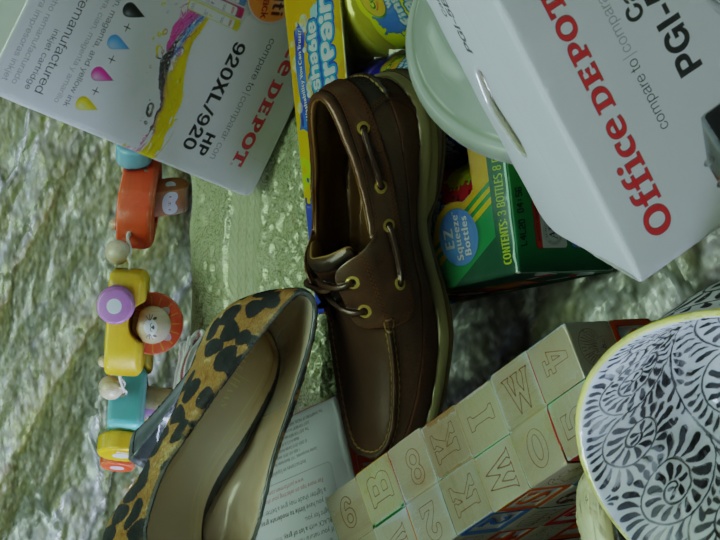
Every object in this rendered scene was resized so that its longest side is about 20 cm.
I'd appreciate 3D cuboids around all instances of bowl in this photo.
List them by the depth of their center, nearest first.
[{"bbox_3d":[0.201,0.063,0.983,0.200,0.094,0.201,19,138,18],"label":"bowl"}]

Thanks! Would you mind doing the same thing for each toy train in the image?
[{"bbox_3d":[-0.130,0.027,1.433,0.151,0.055,0.201,-88,2,-59],"label":"toy train"}]

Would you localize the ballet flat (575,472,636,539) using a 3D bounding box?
[{"bbox_3d":[0.119,0.175,1.088,0.056,0.067,0.201,4,125,23],"label":"ballet flat"}]

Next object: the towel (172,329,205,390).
[{"bbox_3d":[-0.084,0.151,1.327,0.147,0.030,0.201,-89,-6,-65],"label":"towel"}]

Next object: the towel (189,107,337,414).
[{"bbox_3d":[-0.054,0.001,1.369,0.148,0.036,0.201,7,97,50],"label":"towel"}]

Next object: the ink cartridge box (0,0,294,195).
[{"bbox_3d":[-0.138,-0.157,1.312,0.144,0.199,0.148,33,98,46],"label":"ink cartridge box"}]

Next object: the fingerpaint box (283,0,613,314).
[{"bbox_3d":[0.041,-0.086,1.218,0.166,0.073,0.201,-12,82,50],"label":"fingerpaint box"}]

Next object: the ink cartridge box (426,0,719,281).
[{"bbox_3d":[0.144,-0.113,0.927,0.147,0.200,0.083,59,171,-25],"label":"ink cartridge box"}]

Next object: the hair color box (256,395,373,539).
[{"bbox_3d":[-0.003,0.177,1.237,0.111,0.064,0.201,-26,70,46],"label":"hair color box"}]

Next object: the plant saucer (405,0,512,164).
[{"bbox_3d":[0.107,-0.140,1.059,0.199,0.050,0.201,-15,49,17],"label":"plant saucer"}]

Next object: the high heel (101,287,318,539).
[{"bbox_3d":[-0.063,0.104,1.118,0.143,0.071,0.201,-47,32,29],"label":"high heel"}]

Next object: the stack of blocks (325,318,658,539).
[{"bbox_3d":[0.088,0.094,1.133,0.200,0.115,0.059,-40,62,43],"label":"stack of blocks"}]

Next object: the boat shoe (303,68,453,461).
[{"bbox_3d":[0.000,0.000,1.163,0.072,0.067,0.201,6,99,49],"label":"boat shoe"}]
